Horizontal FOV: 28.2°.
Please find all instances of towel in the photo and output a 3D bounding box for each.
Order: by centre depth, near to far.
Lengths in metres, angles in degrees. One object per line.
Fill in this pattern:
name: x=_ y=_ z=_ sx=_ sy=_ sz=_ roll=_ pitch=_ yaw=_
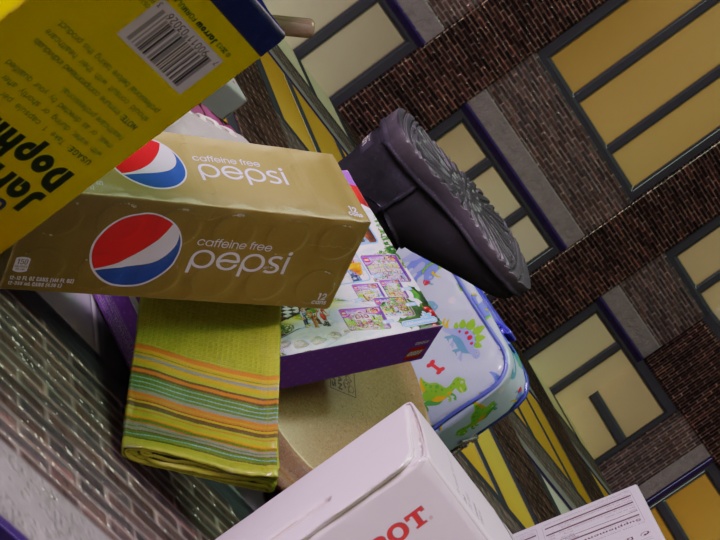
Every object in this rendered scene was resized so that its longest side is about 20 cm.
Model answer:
towel: x=-0.083 y=0.031 z=0.803 sx=0.085 sy=0.018 sz=0.201 roll=16 pitch=44 yaw=-17

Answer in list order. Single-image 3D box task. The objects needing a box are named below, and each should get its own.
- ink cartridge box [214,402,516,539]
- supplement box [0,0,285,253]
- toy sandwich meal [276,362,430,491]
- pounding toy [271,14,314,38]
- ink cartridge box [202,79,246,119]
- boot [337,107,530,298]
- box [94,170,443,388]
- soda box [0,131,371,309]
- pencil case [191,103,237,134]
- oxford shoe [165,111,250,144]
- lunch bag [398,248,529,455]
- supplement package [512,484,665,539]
ink cartridge box: x=0.026 y=0.187 z=0.692 sx=0.201 sy=0.146 sz=0.084 roll=54 pitch=6 yaw=-13
supplement box: x=-0.152 y=-0.100 z=0.603 sx=0.109 sy=0.199 sz=0.109 roll=59 pitch=9 yaw=32
toy sandwich meal: x=-0.032 y=0.083 z=0.949 sx=0.204 sy=0.070 sz=0.207 roll=31 pitch=43 yaw=-33
pounding toy: x=-0.173 y=-0.224 z=1.086 sx=0.200 sy=0.183 sz=0.143 roll=45 pitch=12 yaw=-53
ink cartridge box: x=-0.202 y=-0.223 z=1.289 sx=0.201 sy=0.084 sz=0.144 roll=59 pitch=8 yaw=17
boot: x=-0.001 y=-0.001 z=1.033 sx=0.165 sy=0.199 sz=0.066 roll=49 pitch=22 yaw=-17
box: x=-0.063 y=0.007 z=0.880 sx=0.199 sy=0.039 sz=0.137 roll=-8 pitch=55 yaw=-35
soda box: x=-0.098 y=-0.029 z=0.773 sx=0.198 sy=0.068 sz=0.064 roll=4 pitch=39 yaw=-33
pencil case: x=-0.162 y=-0.112 z=1.076 sx=0.093 sy=0.092 sz=0.200 roll=18 pitch=-8 yaw=19
oxford shoe: x=-0.109 y=-0.078 z=0.941 sx=0.199 sy=0.075 sz=0.058 roll=-1 pitch=87 yaw=-56
lunch bag: x=0.056 y=0.072 z=1.335 sx=0.201 sy=0.160 sz=0.082 roll=59 pitch=9 yaw=32
supplement package: x=0.166 y=0.282 z=0.993 sx=0.111 sy=0.155 sz=0.202 roll=-85 pitch=152 yaw=-80
